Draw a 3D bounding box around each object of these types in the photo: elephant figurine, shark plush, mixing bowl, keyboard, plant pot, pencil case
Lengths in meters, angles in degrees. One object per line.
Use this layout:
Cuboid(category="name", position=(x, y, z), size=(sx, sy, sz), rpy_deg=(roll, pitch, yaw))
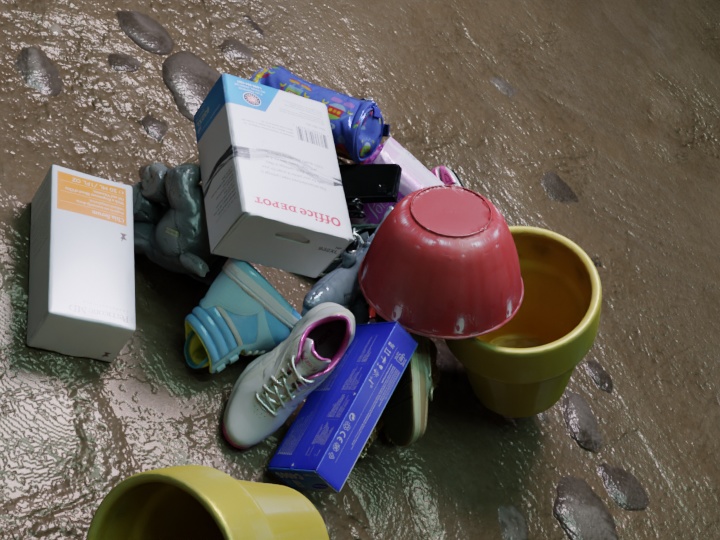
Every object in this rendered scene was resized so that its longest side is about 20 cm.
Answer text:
Cuboid(category="elephant figurine", position=(-0.172, -0.057, 1.506), size=(0.199, 0.140, 0.158), rpy_deg=(10, 78, -52))
Cuboid(category="shark plush", position=(0.000, 0.000, 1.532), size=(0.090, 0.084, 0.200), rpy_deg=(28, 60, 37))
Cuboid(category="mixing bowl", position=(0.099, -0.027, 1.461), size=(0.197, 0.109, 0.202), rpy_deg=(3, 41, -3))
Cuboid(category="keyboard", position=(-0.047, -0.094, 1.632), size=(0.197, 0.040, 0.105), rpy_deg=(-1, 40, 13))
Cuboid(category="plant pot", position=(0.199, 0.081, 1.590), size=(0.197, 0.190, 0.203), rpy_deg=(-3, 49, 4))
Cuboid(category="pencil case", position=(-0.060, -0.212, 1.684), size=(0.198, 0.088, 0.078), rpy_deg=(23, 0, 24))
Cuboid(category="plant pot", position=(-0.131, 0.282, 1.207), size=(0.188, 0.200, 0.202), rpy_deg=(0, 55, -56))

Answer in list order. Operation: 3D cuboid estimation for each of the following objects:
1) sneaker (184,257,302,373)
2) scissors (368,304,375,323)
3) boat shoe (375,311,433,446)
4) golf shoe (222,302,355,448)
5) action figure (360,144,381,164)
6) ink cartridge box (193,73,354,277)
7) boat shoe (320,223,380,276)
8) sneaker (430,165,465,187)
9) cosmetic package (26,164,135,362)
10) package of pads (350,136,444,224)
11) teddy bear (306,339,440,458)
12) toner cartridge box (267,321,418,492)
Cuboid(category="sneaker", position=(-0.133, 0.080, 1.460), size=(0.079, 0.131, 0.200), rpy_deg=(38, -8, 44))
Cuboid(category="scissors", position=(0.010, 0.068, 1.624), size=(0.073, 0.014, 0.200), rpy_deg=(49, 43, -6))
Cuboid(category="boat shoe", position=(0.061, 0.112, 1.486), size=(0.062, 0.073, 0.203), rpy_deg=(15, 51, -30))
Cuboid(category="golf shoe", position=(-0.079, 0.114, 1.396), size=(0.075, 0.091, 0.201), rpy_deg=(41, 80, -6))
Cuboid(category="action figure", position=(0.057, -0.134, 1.803), size=(0.198, 0.052, 0.066), rpy_deg=(28, 39, -18))
Cuboid(category="ink cartridge box", position=(-0.101, -0.107, 1.429), size=(0.144, 0.084, 0.202), rpy_deg=(13, 49, -33))
Cuboid(category="boat shoe", position=(-0.001, -0.039, 1.623), size=(0.197, 0.062, 0.074), rpy_deg=(-2, 57, -10))
Cuboid(category="sneaker", position=(0.152, -0.055, 1.781), size=(0.087, 0.073, 0.202), rpy_deg=(-28, 93, -57))
Cuboid(category="cosmetic package", position=(-0.307, -0.009, 1.388), size=(0.100, 0.071, 0.202), rpy_deg=(14, 49, -30))
Cuboid(category="package of pads", position=(0.073, -0.071, 1.704), size=(0.200, 0.121, 0.076), rpy_deg=(41, 30, -3))
Cuboid(category="teddy bear", position=(0.015, 0.145, 1.531), size=(0.144, 0.067, 0.201), rpy_deg=(34, 51, -4))
Cuboid(category="toner cartridge box", position=(-0.019, 0.151, 1.413), size=(0.043, 0.094, 0.201), rpy_deg=(43, 61, -25))
